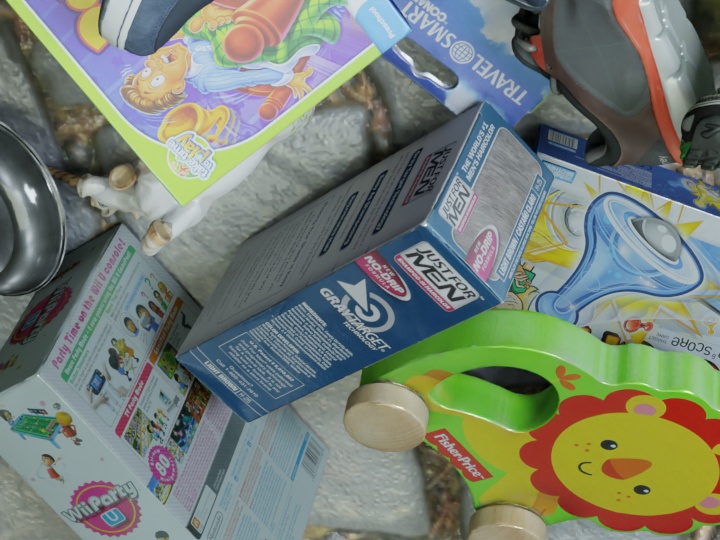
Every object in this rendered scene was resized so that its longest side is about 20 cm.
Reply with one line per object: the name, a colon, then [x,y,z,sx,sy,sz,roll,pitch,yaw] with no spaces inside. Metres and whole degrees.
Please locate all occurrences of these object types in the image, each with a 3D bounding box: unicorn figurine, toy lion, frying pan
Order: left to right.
frying pan: [-0.244,-0.022,0.977,0.190,0.031,0.115,-26,99,36]
unicorn figurine: [-0.088,-0.060,0.883,0.200,0.137,0.074,-26,95,9]
toy lion: [0.119,0.087,0.931,0.191,0.069,0.200,-20,131,33]

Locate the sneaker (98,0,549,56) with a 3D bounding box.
sneaker: [0.000,-0.133,0.689,0.146,0.077,0.202,43,100,-4]

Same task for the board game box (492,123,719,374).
board game box: [0.167,0.015,0.925,0.199,0.034,0.136,19,124,-2]

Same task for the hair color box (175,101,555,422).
hair color box: [0.000,0.000,0.881,0.061,0.100,0.200,44,135,-18]

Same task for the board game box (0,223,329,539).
board game box: [-0.115,0.095,0.964,0.064,0.148,0.200,-27,114,28]

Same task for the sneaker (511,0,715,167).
sneaker: [0.099,-0.123,0.770,0.082,0.077,0.200,-13,120,25]

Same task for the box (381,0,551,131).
box: [0.088,-0.169,0.813,0.122,0.048,0.200,36,122,-13]

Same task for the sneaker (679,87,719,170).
sneaker: [0.197,-0.101,0.761,0.078,0.200,0.085,0,115,37]

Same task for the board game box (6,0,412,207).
board game box: [-0.090,-0.148,0.752,0.134,0.045,0.200,-37,108,8]
